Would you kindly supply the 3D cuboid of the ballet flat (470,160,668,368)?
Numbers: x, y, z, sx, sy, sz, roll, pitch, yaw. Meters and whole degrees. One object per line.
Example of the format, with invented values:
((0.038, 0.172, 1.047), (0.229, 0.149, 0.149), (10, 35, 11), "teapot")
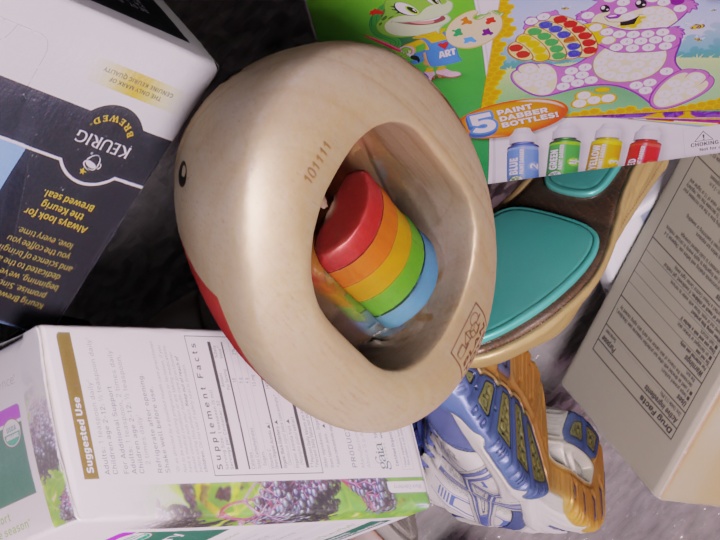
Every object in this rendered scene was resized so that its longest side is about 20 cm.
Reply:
((0.094, -0.013, 1.132), (0.200, 0.068, 0.063), (-52, 147, -31), "ballet flat")

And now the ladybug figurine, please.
((-0.011, -0.013, 0.960), (0.136, 0.072, 0.200), (-63, 144, -19), "ladybug figurine")

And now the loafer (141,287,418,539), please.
((-0.040, 0.076, 1.168), (0.063, 0.072, 0.200), (-24, 133, 14), "loafer")

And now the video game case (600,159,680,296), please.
((0.222, -0.015, 1.286), (0.200, 0.023, 0.182), (-34, 133, -7), "video game case")

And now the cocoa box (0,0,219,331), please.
((-0.183, -0.083, 0.910), (0.200, 0.133, 0.131), (20, 110, -40), "cocoa box")

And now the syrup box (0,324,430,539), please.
((-0.072, 0.072, 0.997), (0.079, 0.082, 0.200), (-26, 161, 39), "syrup box")

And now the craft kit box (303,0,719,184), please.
((0.080, -0.111, 1.027), (0.199, 0.049, 0.198), (-8, 145, 7), "craft kit box")

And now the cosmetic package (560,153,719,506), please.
((0.188, 0.006, 1.197), (0.071, 0.105, 0.200), (10, 118, -34), "cosmetic package")

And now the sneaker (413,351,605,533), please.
((0.051, 0.085, 1.191), (0.088, 0.075, 0.200), (-7, 151, 21), "sneaker")

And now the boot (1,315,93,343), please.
((-0.185, 0.068, 1.046), (0.168, 0.200, 0.077), (-41, 156, -51), "boot")
